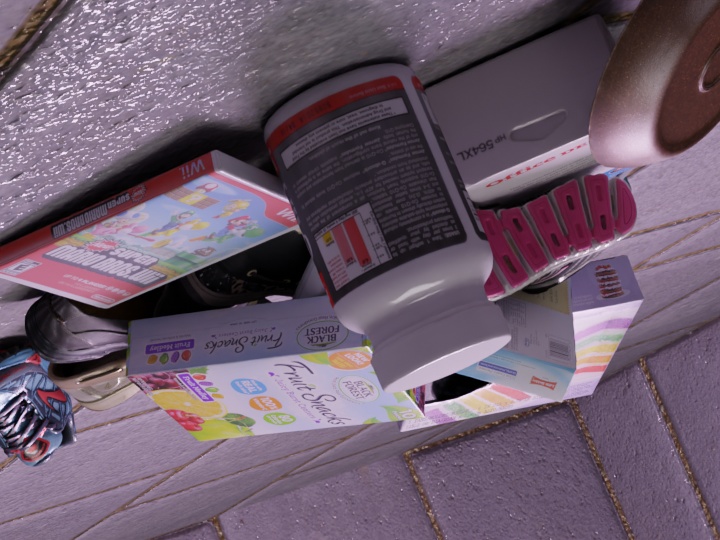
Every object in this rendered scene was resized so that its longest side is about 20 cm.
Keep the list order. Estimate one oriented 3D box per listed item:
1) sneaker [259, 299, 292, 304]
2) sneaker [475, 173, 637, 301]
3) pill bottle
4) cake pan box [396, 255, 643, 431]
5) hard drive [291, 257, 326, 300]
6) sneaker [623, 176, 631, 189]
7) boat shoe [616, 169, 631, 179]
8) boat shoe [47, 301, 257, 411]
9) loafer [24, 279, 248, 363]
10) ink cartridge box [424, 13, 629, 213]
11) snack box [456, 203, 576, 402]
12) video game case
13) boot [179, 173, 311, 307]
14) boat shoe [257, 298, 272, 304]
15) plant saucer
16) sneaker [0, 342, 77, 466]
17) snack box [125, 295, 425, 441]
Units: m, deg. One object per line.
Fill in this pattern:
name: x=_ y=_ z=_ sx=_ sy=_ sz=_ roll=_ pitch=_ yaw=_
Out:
sneaker: x=-0.034 y=0.061 z=1.646 sx=0.199 sy=0.080 sz=0.079 roll=-16 pitch=132 yaw=4
sneaker: x=0.112 y=-0.011 z=1.463 sx=0.199 sy=0.074 sz=0.087 roll=-20 pitch=165 yaw=-15
pill bottle: x=0.021 y=-0.028 z=1.298 sx=0.115 sy=0.201 sz=0.116 roll=-21 pitch=169 yaw=-4
cake pan box: x=0.126 y=0.064 z=1.663 sx=0.199 sy=0.052 sz=0.184 roll=-9 pitch=150 yaw=-16
hard drive: x=0.000 y=0.000 z=1.514 sx=0.132 sy=0.026 sz=0.200 roll=-34 pitch=166 yaw=-26
sneaker: x=0.138 y=-0.049 z=1.629 sx=0.199 sy=0.093 sz=0.071 roll=-26 pitch=131 yaw=-16
boat shoe: x=0.208 y=-0.118 z=1.605 sx=0.200 sy=0.070 sz=0.071 roll=-46 pitch=165 yaw=-18
boat shoe: x=-0.173 y=0.046 z=1.622 sx=0.200 sy=0.072 sz=0.065 roll=-33 pitch=147 yaw=10
loafer: x=-0.164 y=0.023 z=1.529 sx=0.199 sy=0.073 sz=0.072 roll=-17 pitch=164 yaw=-33
ink cartridge box: x=0.141 y=-0.110 z=1.459 sx=0.145 sy=0.085 sz=0.200 roll=-23 pitch=169 yaw=8
snack box: x=0.107 y=0.016 z=1.516 sx=0.116 sy=0.200 sz=0.037 roll=16 pitch=124 yaw=-7
video game case: x=-0.143 y=-0.025 z=1.353 sx=0.199 sy=0.018 sz=0.143 roll=-22 pitch=159 yaw=24
boot: x=-0.028 y=-0.039 z=1.499 sx=0.203 sy=0.074 sz=0.154 roll=-15 pitch=164 yaw=-42
boat shoe: x=-0.069 y=0.073 z=1.729 sx=0.199 sy=0.071 sz=0.064 roll=17 pitch=154 yaw=4
plant saucer: x=0.233 y=-0.149 z=1.321 sx=0.200 sy=0.037 sz=0.201 roll=-40 pitch=151 yaw=-28
sneaker: x=-0.289 y=0.120 z=1.669 sx=0.079 sy=0.096 sz=0.200 roll=-25 pitch=169 yaw=9
snack box: x=-0.064 y=0.077 z=1.501 sx=0.199 sy=0.053 sz=0.142 roll=-8 pitch=152 yaw=18
